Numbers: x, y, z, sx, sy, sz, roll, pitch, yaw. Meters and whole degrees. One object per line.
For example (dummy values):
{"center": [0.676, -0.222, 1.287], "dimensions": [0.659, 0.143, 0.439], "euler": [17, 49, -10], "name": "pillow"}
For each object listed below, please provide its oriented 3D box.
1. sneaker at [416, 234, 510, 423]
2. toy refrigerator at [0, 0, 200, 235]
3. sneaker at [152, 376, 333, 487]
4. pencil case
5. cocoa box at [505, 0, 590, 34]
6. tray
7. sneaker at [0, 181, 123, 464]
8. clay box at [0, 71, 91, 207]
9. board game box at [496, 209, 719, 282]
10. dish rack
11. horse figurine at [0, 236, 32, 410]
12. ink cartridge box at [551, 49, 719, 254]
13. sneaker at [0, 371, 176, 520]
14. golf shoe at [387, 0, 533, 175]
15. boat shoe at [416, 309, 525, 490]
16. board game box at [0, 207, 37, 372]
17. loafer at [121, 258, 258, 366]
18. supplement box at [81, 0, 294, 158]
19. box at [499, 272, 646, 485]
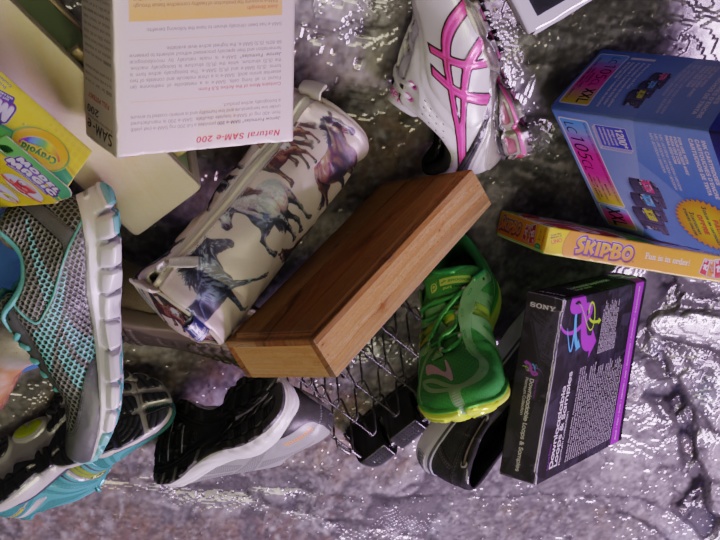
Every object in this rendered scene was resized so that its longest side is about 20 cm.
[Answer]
{"center": [0.070, 0.043, 1.066], "dimensions": [0.074, 0.200, 0.084], "euler": [-16, 121, 12], "name": "sneaker"}
{"center": [-0.198, -0.123, 0.963], "dimensions": [0.070, 0.076, 0.200], "euler": [-35, 124, 13], "name": "toy refrigerator"}
{"center": [-0.103, 0.140, 1.138], "dimensions": [0.079, 0.074, 0.200], "euler": [24, 149, -36], "name": "sneaker"}
{"center": [-0.077, -0.041, 1.001], "dimensions": [0.200, 0.078, 0.089], "euler": [-53, 156, -9], "name": "pencil case"}
{"center": [0.105, -0.282, 0.877], "dimensions": [0.133, 0.131, 0.200], "euler": [-29, 126, 9], "name": "cocoa box"}
{"center": [0.000, 0.000, 1.008], "dimensions": [0.098, 0.200, 0.037], "euler": [-5, 124, 48], "name": "tray"}
{"center": [-0.211, 0.037, 0.966], "dimensions": [0.091, 0.078, 0.201], "euler": [-1, 102, -10], "name": "sneaker"}
{"center": [-0.257, -0.093, 0.905], "dimensions": [0.115, 0.200, 0.048], "euler": [43, 66, -29], "name": "clay box"}
{"center": [0.219, -0.016, 1.116], "dimensions": [0.199, 0.096, 0.030], "euler": [12, 97, -18], "name": "board game box"}
{"center": [-0.001, 0.073, 1.161], "dimensions": [0.153, 0.055, 0.200], "euler": [-41, 121, 16], "name": "dish rack"}
{"center": [-0.258, 0.033, 1.024], "dimensions": [0.200, 0.050, 0.133], "euler": [-28, 110, 15], "name": "horse figurine"}
{"center": [0.255, -0.082, 1.010], "dimensions": [0.076, 0.200, 0.137], "euler": [-50, 129, -22], "name": "ink cartridge box"}
{"center": [-0.236, 0.149, 1.167], "dimensions": [0.200, 0.078, 0.080], "euler": [-29, 144, 16], "name": "sneaker"}
{"center": [0.059, -0.147, 1.002], "dimensions": [0.092, 0.073, 0.200], "euler": [-20, 127, 5], "name": "golf shoe"}
{"center": [0.132, 0.100, 1.150], "dimensions": [0.200, 0.066, 0.070], "euler": [-44, 141, -18], "name": "boat shoe"}
{"center": [-0.325, 0.018, 1.063], "dimensions": [0.199, 0.039, 0.158], "euler": [-18, 120, -2], "name": "board game box"}
{"center": [-0.121, 0.030, 1.068], "dimensions": [0.199, 0.068, 0.076], "euler": [12, 167, -4], "name": "loafer"}
{"center": [-0.111, -0.181, 0.894], "dimensions": [0.126, 0.073, 0.201], "euler": [-7, 111, -27], "name": "supplement box"}
{"center": [0.172, 0.079, 1.104], "dimensions": [0.036, 0.200, 0.143], "euler": [12, 99, 26], "name": "box"}
